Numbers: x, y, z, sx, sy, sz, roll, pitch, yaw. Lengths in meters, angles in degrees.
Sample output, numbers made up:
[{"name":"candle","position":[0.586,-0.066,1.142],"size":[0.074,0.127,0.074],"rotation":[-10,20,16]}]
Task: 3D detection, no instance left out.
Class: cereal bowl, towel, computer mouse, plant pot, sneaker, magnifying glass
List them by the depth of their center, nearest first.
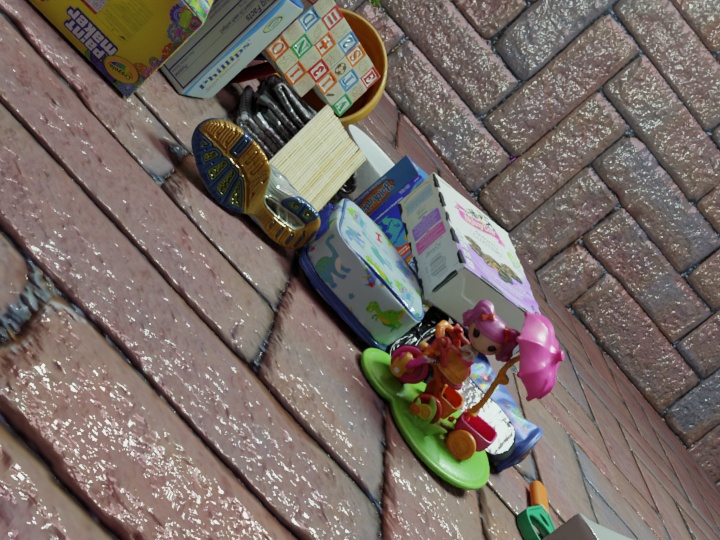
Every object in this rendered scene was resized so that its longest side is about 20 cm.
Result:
[{"name":"sneaker","position":[-0.130,-0.102,1.213],"size":[0.200,0.075,0.088],"rotation":[49,-1,-40]},{"name":"computer mouse","position":[0.122,0.140,1.334],"size":[0.200,0.046,0.140],"rotation":[45,46,2]},{"name":"magnifying glass","position":[0.226,0.313,1.352],"size":[0.080,0.022,0.200],"rotation":[49,14,-4]},{"name":"towel","position":[-0.086,-0.196,1.570],"size":[0.200,0.085,0.166],"rotation":[46,12,-17]},{"name":"cereal bowl","position":[0.018,-0.137,1.768],"size":[0.200,0.083,0.200],"rotation":[47,12,-13]},{"name":"plant pot","position":[-0.051,-0.337,1.907],"size":[0.201,0.200,0.183],"rotation":[51,-2,6]}]

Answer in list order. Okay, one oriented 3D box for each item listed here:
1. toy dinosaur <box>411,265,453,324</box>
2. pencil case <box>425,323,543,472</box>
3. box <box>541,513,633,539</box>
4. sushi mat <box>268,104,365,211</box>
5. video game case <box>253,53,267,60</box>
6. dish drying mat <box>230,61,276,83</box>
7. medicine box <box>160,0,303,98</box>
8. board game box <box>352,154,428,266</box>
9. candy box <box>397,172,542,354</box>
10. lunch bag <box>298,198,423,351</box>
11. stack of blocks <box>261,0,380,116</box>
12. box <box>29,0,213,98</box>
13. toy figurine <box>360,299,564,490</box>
[{"name":"toy dinosaur","position":[0.075,0.035,1.582],"size":[0.181,0.106,0.200],"rotation":[36,-17,-19]},{"name":"pencil case","position":[0.154,0.160,1.395],"size":[0.087,0.078,0.201],"rotation":[-21,71,-48]},{"name":"box","position":[0.241,0.359,1.009],"size":[0.199,0.131,0.201],"rotation":[34,20,-52]},{"name":"sushi mat","position":[-0.060,-0.143,1.448],"size":[0.096,0.012,0.200],"rotation":[51,41,-12]},{"name":"video game case","position":[-0.193,-0.376,1.615],"size":[0.179,0.026,0.201],"rotation":[-2,41,-25]},{"name":"dish drying mat","position":[-0.100,-0.321,1.648],"size":[0.077,0.198,0.018],"rotation":[-42,118,-79]},{"name":"medicine box","position":[-0.207,-0.355,1.374],"size":[0.200,0.182,0.103],"rotation":[51,13,3]},{"name":"board game box","position":[0.066,-0.065,1.574],"size":[0.200,0.152,0.045],"rotation":[33,21,-52]},{"name":"candy box","position":[0.143,-0.009,1.411],"size":[0.167,0.071,0.201],"rotation":[34,26,-33]},{"name":"lunch bag","position":[0.000,0.000,1.312],"size":[0.161,0.082,0.200],"rotation":[49,12,-13]},{"name":"stack of blocks","position":[-0.063,-0.305,1.522],"size":[0.059,0.115,0.200],"rotation":[46,-1,35]},{"name":"box","position":[-0.275,-0.323,1.186],"size":[0.200,0.122,0.193],"rotation":[45,13,-18]},{"name":"toy figurine","position":[0.128,0.105,1.176],"size":[0.200,0.184,0.150],"rotation":[47,22,6]}]
